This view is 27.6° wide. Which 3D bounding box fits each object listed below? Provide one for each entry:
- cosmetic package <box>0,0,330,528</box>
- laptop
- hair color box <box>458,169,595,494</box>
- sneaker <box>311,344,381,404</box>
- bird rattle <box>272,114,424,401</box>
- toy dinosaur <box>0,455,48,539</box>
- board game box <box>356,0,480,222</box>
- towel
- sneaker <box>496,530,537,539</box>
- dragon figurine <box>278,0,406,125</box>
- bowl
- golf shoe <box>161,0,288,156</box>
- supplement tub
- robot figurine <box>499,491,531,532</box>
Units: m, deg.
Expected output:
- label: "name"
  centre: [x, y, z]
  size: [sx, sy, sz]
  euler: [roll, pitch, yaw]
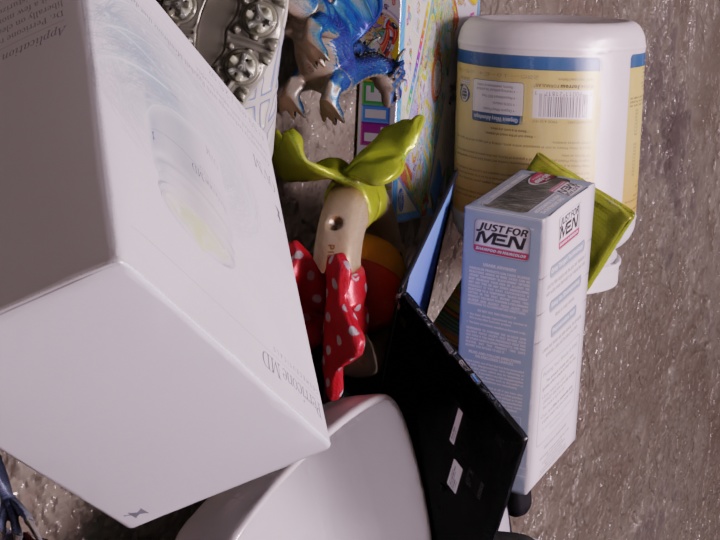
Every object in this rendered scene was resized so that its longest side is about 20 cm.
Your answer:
- label: "cosmetic package"
  centre: [-0.120, -0.017, 0.685]
  size: [0.199, 0.122, 0.202]
  euler: [49, 24, -54]
- label: "laptop"
  centre: [0.067, 0.074, 0.962]
  size: [0.103, 0.200, 0.178]
  euler: [-22, 144, -26]
- label: "hair color box"
  centre: [0.114, 0.042, 1.025]
  size: [0.099, 0.060, 0.202]
  euler: [-32, 129, -56]
- label: "sneaker"
  centre: [-0.038, 0.062, 0.987]
  size: [0.200, 0.076, 0.085]
  euler: [-28, 124, -57]
- label: "bird rattle"
  centre: [0.000, 0.000, 0.943]
  size: [0.163, 0.111, 0.202]
  euler: [61, 24, -53]
- label: "toy dinosaur"
  centre: [-0.192, 0.088, 0.714]
  size: [0.182, 0.104, 0.202]
  euler: [64, 30, -72]
- label: "board game box"
  centre: [0.046, -0.143, 1.124]
  size: [0.134, 0.034, 0.202]
  euler: [-14, 109, -59]
- label: "towel"
  centre: [0.117, 0.017, 1.081]
  size: [0.201, 0.086, 0.018]
  euler: [-61, 177, 28]
- label: "sneaker"
  centre: [0.025, 0.183, 1.018]
  size: [0.071, 0.198, 0.100]
  euler: [-70, 150, -64]
- label: "dragon figurine"
  centre: [-0.023, -0.167, 0.968]
  size: [0.100, 0.058, 0.201]
  euler: [-65, 150, -30]
- label: "bowl"
  centre: [-0.039, 0.190, 0.895]
  size: [0.199, 0.074, 0.202]
  euler: [-39, 127, -47]
- label: "golf shoe"
  centre: [-0.082, -0.106, 0.889]
  size: [0.097, 0.077, 0.202]
  euler: [2, 101, -78]
- label: "supplement tub"
  centre: [0.143, -0.092, 1.127]
  size: [0.144, 0.143, 0.202]
  euler: [-19, 114, -58]
- label: "robot figurine"
  centre: [0.054, 0.187, 1.129]
  size: [0.125, 0.149, 0.202]
  euler: [-75, 157, -55]
